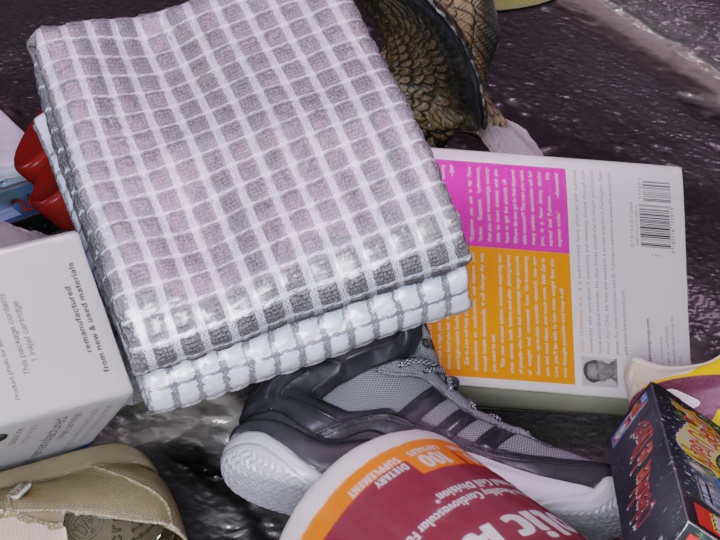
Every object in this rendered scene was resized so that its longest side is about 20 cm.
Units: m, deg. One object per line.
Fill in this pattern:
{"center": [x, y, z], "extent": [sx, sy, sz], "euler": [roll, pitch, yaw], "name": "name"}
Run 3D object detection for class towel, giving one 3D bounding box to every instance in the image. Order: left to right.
{"center": [-0.056, -0.049, 1.011], "extent": [0.165, 0.086, 0.200], "euler": [-21, 57, -7], "name": "towel"}

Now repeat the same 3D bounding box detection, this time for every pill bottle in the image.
{"center": [0.064, 0.157, 0.880], "extent": [0.114, 0.114, 0.200], "euler": [-20, 37, -35], "name": "pill bottle"}

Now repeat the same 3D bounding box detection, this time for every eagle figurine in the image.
{"center": [0.031, -0.131, 1.293], "extent": [0.151, 0.200, 0.152], "euler": [-20, 37, -36], "name": "eagle figurine"}

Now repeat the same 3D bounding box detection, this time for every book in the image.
{"center": [0.070, 0.003, 1.130], "extent": [0.200, 0.048, 0.134], "euler": [5, 71, -10], "name": "book"}

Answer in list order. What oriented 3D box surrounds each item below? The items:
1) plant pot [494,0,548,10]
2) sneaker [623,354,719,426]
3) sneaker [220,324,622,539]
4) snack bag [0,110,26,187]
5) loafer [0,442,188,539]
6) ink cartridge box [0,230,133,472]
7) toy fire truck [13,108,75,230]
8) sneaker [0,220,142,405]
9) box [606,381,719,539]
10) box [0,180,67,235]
{"center": [0.077, -0.301, 1.653], "extent": [0.200, 0.142, 0.200], "euler": [3, 30, -2], "name": "plant pot"}
{"center": [0.230, 0.057, 1.094], "extent": [0.200, 0.075, 0.090], "euler": [-9, 53, -22], "name": "sneaker"}
{"center": [0.039, 0.063, 1.027], "extent": [0.200, 0.076, 0.114], "euler": [8, 67, 0], "name": "sneaker"}
{"center": [-0.297, -0.089, 1.226], "extent": [0.188, 0.021, 0.200], "euler": [-15, 41, -36], "name": "snack bag"}
{"center": [-0.157, 0.128, 0.946], "extent": [0.200, 0.076, 0.067], "euler": [-21, 32, -36], "name": "loafer"}
{"center": [-0.222, 0.063, 0.972], "extent": [0.200, 0.146, 0.084], "euler": [-15, 76, -26], "name": "ink cartridge box"}
{"center": [-0.085, -0.076, 1.160], "extent": [0.112, 0.168, 0.200], "euler": [39, 2, -22], "name": "toy fire truck"}
{"center": [-0.193, 0.009, 1.141], "extent": [0.200, 0.075, 0.082], "euler": [29, 15, -7], "name": "sneaker"}
{"center": [0.173, 0.123, 0.914], "extent": [0.136, 0.038, 0.200], "euler": [34, 12, -5], "name": "box"}
{"center": [-0.273, -0.022, 1.217], "extent": [0.200, 0.038, 0.137], "euler": [-24, 40, -39], "name": "box"}
